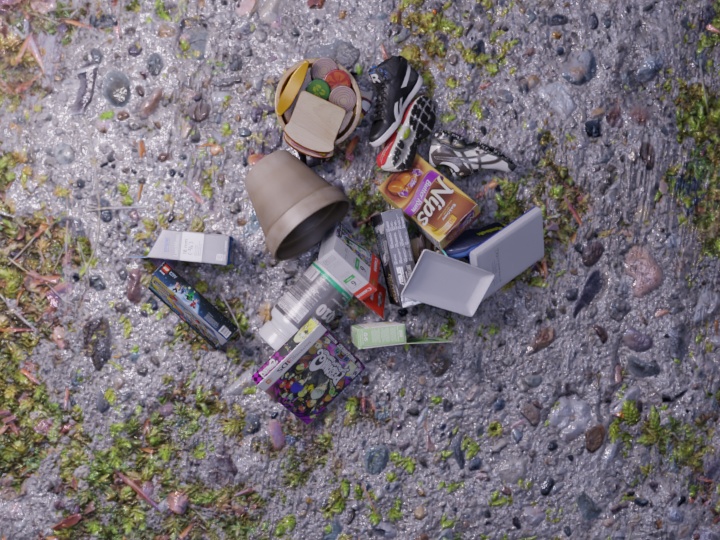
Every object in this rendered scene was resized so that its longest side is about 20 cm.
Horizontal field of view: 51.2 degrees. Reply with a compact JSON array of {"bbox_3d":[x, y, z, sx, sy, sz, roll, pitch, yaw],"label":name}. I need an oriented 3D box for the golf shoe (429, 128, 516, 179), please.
[{"bbox_3d":[0.244,-0.241,1.663,0.198,0.078,0.095,18,106,-5],"label":"golf shoe"}]

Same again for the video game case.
[{"bbox_3d":[-0.105,0.214,1.583,0.181,0.036,0.200,-43,134,-3],"label":"video game case"}]

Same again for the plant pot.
[{"bbox_3d":[-0.146,-0.148,1.566,0.199,0.200,0.174,-35,78,-5],"label":"plant pot"}]

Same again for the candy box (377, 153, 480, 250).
[{"bbox_3d":[0.146,-0.148,1.604,0.117,0.057,0.200,-44,63,-4],"label":"candy box"}]

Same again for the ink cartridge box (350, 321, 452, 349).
[{"bbox_3d":[0.083,0.134,1.605,0.198,0.146,0.048,-5,90,-7],"label":"ink cartridge box"}]

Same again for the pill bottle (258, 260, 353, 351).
[{"bbox_3d":[-0.117,0.087,1.597,0.113,0.113,0.200,42,87,-6],"label":"pill bottle"}]

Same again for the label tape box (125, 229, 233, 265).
[{"bbox_3d":[-0.367,-0.050,1.548,0.198,0.144,0.064,5,91,-7],"label":"label tape box"}]

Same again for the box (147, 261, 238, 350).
[{"bbox_3d":[-0.349,0.077,1.556,0.200,0.136,0.038,43,67,-6],"label":"box"}]

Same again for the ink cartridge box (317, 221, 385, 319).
[{"bbox_3d":[0.000,0.000,1.584,0.050,0.109,0.200,-35,116,27],"label":"ink cartridge box"}]

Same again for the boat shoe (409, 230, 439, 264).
[{"bbox_3d":[0.138,-0.051,1.651,0.073,0.076,0.202,14,83,1],"label":"boat shoe"}]

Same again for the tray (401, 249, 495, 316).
[{"bbox_3d":[0.177,0.025,1.531,0.199,0.022,0.108,17,106,-33],"label":"tray"}]

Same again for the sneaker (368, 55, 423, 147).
[{"bbox_3d":[0.045,-0.372,1.607,0.112,0.073,0.201,39,69,-26],"label":"sneaker"}]

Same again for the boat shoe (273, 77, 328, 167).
[{"bbox_3d":[-0.137,-0.312,1.603,0.062,0.073,0.201,-33,99,-22],"label":"boat shoe"}]

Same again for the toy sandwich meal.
[{"bbox_3d":[-0.087,-0.338,1.545,0.203,0.070,0.207,-1,98,-10],"label":"toy sandwich meal"}]

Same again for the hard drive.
[{"bbox_3d":[0.319,-0.035,1.628,0.199,0.025,0.133,-33,131,-23],"label":"hard drive"}]

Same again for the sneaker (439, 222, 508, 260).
[{"bbox_3d":[0.259,-0.046,1.637,0.198,0.074,0.083,-12,121,-27],"label":"sneaker"}]

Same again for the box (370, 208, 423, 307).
[{"bbox_3d":[0.076,-0.026,1.596,0.049,0.158,0.202,-13,93,-6],"label":"box"}]

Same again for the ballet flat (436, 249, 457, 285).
[{"bbox_3d":[0.187,0.033,1.611,0.072,0.072,0.201,-43,140,-4],"label":"ballet flat"}]

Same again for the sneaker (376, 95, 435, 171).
[{"bbox_3d":[0.093,-0.301,1.636,0.077,0.085,0.201,46,65,-33],"label":"sneaker"}]

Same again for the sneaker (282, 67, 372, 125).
[{"bbox_3d":[-0.070,-0.395,1.620,0.199,0.075,0.091,29,79,-13],"label":"sneaker"}]
